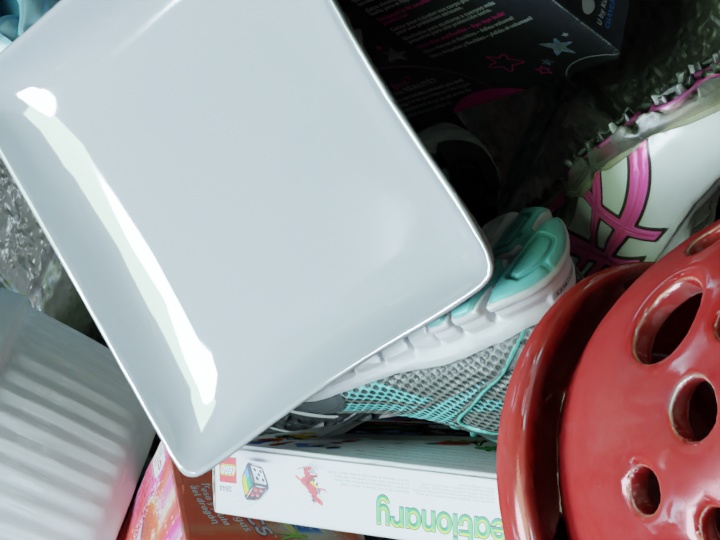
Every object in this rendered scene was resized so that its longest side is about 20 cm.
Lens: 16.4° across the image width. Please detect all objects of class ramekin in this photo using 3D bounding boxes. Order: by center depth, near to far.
[{"bbox_3d":[-0.177,0.119,1.267,0.105,0.200,0.201,23,118,-5],"label":"ramekin"}]

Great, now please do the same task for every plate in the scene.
[{"bbox_3d":[-0.053,-0.042,1.024,0.199,0.032,0.200,-35,83,39],"label":"plate"}]

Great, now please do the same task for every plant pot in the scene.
[{"bbox_3d":[0.161,0.068,0.905,0.182,0.200,0.201,-13,85,46],"label":"plant pot"}]

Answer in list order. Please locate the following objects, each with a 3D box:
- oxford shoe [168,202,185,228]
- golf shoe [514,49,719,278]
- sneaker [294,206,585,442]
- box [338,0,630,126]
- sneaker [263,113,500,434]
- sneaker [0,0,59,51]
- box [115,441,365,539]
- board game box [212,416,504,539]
[{"bbox_3d":[-0.065,-0.033,1.166,0.200,0.074,0.071,-167,95,-79],"label":"oxford shoe"},{"bbox_3d":[0.120,-0.016,1.038,0.092,0.073,0.200,50,139,6],"label":"golf shoe"},{"bbox_3d":[0.037,0.042,1.049,0.091,0.078,0.200,46,149,-18],"label":"sneaker"},{"bbox_3d":[0.013,-0.148,1.069,0.200,0.115,0.133,-15,53,45],"label":"box"},{"bbox_3d":[0.000,0.000,1.167,0.200,0.074,0.079,-60,35,31],"label":"sneaker"},{"bbox_3d":[-0.158,-0.096,1.302,0.200,0.082,0.074,46,125,33],"label":"sneaker"},{"bbox_3d":[-0.078,0.192,1.214,0.095,0.102,0.200,-108,38,-55],"label":"box"},{"bbox_3d":[0.048,0.091,1.076,0.200,0.126,0.035,2,95,46],"label":"board game box"}]
